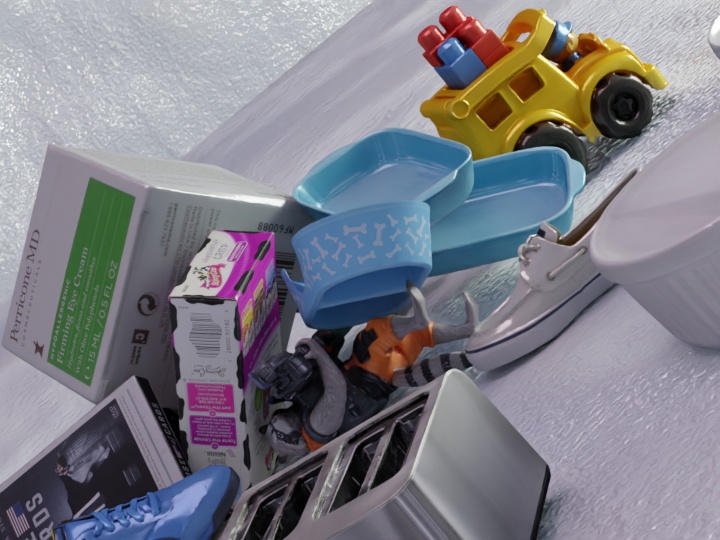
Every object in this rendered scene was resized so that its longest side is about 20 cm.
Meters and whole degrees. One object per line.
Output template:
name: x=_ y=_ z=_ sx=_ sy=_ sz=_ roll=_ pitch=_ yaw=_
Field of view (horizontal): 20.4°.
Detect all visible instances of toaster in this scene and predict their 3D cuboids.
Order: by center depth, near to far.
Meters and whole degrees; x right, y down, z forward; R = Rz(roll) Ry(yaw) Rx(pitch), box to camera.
toaster: x=0.008 y=0.176 z=1.222 sx=0.181 sy=0.119 sz=0.200 roll=-33 pitch=15 yaw=25

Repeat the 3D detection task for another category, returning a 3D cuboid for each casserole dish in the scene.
casserole dish: x=0.023 y=-0.069 z=1.708 sx=0.121 sy=0.039 sz=0.200 roll=-35 pitch=26 yaw=-18
casserole dish: x=0.100 y=-0.046 z=1.723 sx=0.199 sy=0.039 sz=0.121 roll=-13 pitch=35 yaw=12

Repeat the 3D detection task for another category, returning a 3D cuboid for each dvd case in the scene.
dvd case: x=-0.223 y=0.203 z=1.641 sx=0.200 sy=0.151 sz=0.025 roll=-39 pitch=-30 yaw=16

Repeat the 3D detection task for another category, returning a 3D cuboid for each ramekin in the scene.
ramekin: x=0.256 y=-0.034 z=1.312 sx=0.202 sy=0.094 sz=0.202 roll=-35 pitch=14 yaw=10

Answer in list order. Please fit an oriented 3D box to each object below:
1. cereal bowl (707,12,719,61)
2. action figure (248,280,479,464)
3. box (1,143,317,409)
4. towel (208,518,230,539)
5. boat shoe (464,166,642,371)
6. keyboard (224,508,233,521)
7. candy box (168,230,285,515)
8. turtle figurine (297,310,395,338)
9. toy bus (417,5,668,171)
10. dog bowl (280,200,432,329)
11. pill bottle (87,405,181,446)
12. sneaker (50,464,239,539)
cereal bowl: x=0.378 y=-0.205 z=1.581 sx=0.200 sy=0.083 sz=0.200 roll=-36 pitch=14 yaw=11
action figure: x=-0.007 y=0.089 z=1.596 sx=0.193 sy=0.105 sz=0.200 roll=-39 pitch=-9 yaw=19
box: x=-0.178 y=0.007 z=1.782 sx=0.171 sy=0.200 sz=0.200 roll=23 pitch=102 yaw=48
towel: x=-0.133 y=0.248 z=1.500 sx=0.200 sy=0.034 sz=0.133 roll=-31 pitch=24 yaw=27
boat shoe: x=0.152 y=-0.005 z=1.538 sx=0.200 sy=0.070 sz=0.071 roll=-37 pitch=14 yaw=4
keyboard: x=-0.145 y=0.244 z=1.611 sx=0.200 sy=0.021 sz=0.127 roll=-29 pitch=23 yaw=31
candy box: x=-0.108 y=0.084 z=1.664 sx=0.061 sy=0.201 sz=0.136 roll=2 pitch=24 yaw=11
turtle figurine: x=-0.003 y=0.013 z=1.842 sx=0.200 sy=0.101 sz=0.150 roll=-37 pitch=54 yaw=10
toy bus: x=0.151 y=-0.174 z=1.842 sx=0.200 sy=0.192 sz=0.136 roll=-39 pitch=12 yaw=-9
dog bowl: x=0.000 y=0.000 z=1.592 sx=0.111 sy=0.050 sz=0.200 roll=-12 pitch=-13 yaw=-11
pill bottle: x=-0.209 y=0.179 z=1.782 sx=0.116 sy=0.116 sz=0.200 roll=-33 pitch=15 yaw=20
sneaker: x=-0.182 y=0.207 z=1.520 sx=0.200 sy=0.078 sz=0.066 roll=-40 pitch=17 yaw=3
